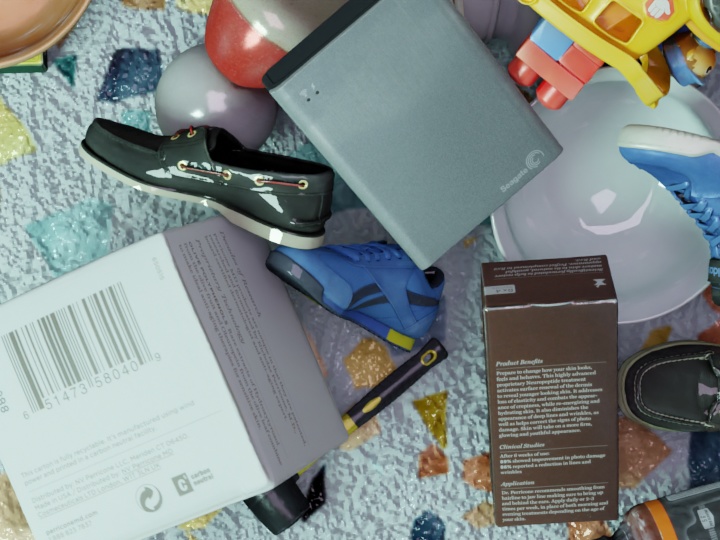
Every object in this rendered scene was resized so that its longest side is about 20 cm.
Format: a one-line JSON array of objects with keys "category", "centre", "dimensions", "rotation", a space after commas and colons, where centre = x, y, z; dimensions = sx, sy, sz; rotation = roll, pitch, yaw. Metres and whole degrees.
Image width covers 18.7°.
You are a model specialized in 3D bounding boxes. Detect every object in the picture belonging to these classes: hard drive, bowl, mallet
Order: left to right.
[{"category": "mallet", "centre": [-0.007, 0.131, 1.713], "dimensions": [0.199, 0.041, 0.066], "rotation": [-32, 89, -8]}, {"category": "hard drive", "centre": [0.040, -0.111, 1.569], "dimensions": [0.139, 0.033, 0.200], "rotation": [-40, 125, 2]}, {"category": "bowl", "centre": [0.192, -0.064, 1.691], "dimensions": [0.200, 0.090, 0.202], "rotation": [-1, 102, -5]}]

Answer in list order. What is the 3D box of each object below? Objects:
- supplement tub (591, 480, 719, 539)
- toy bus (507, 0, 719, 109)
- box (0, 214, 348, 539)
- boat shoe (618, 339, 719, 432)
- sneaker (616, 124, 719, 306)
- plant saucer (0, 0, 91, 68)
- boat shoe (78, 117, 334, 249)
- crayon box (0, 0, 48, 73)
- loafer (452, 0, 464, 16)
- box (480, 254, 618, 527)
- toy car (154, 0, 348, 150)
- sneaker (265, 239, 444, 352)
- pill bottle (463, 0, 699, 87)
[{"category": "supplement tub", "centre": [0.273, 0.219, 1.690], "dimensions": [0.199, 0.107, 0.108], "rotation": [-16, 89, -4]}, {"category": "toy bus", "centre": [0.204, -0.186, 1.565], "dimensions": [0.200, 0.136, 0.192], "rotation": [35, 111, -3]}, {"category": "box", "centre": [-0.152, 0.086, 1.607], "dimensions": [0.198, 0.171, 0.201], "rotation": [-24, 90, 21]}, {"category": "boat shoe", "centre": [0.293, 0.090, 1.686], "dimensions": [0.200, 0.066, 0.072], "rotation": [4, 84, -26]}, {"category": "sneaker", "centre": [0.270, -0.032, 1.620], "dimensions": [0.199, 0.077, 0.112], "rotation": [19, 90, -18]}, {"category": "plant saucer", "centre": [-0.291, -0.249, 1.653], "dimensions": [0.199, 0.037, 0.202], "rotation": [0, 87, -3]}, {"category": "boat shoe", "centre": [-0.111, -0.078, 1.599], "dimensions": [0.200, 0.074, 0.063], "rotation": [20, 110, 17]}, {"category": "crayon box", "centre": [-0.345, -0.216, 1.692], "dimensions": [0.199, 0.051, 0.128], "rotation": [-2, 88, -4]}, {"category": "loafer", "centre": [0.038, -0.218, 1.664], "dimensions": [0.062, 0.072, 0.201], "rotation": [2, 45, -9]}, {"category": "box", "centre": [0.144, 0.093, 1.656], "dimensions": [0.099, 0.075, 0.201], "rotation": [-3, 121, 1]}, {"category": "toy car", "centre": [-0.086, -0.147, 1.677], "dimensions": [0.184, 0.177, 0.200], "rotation": [48, 116, 11]}, {"category": "sneaker", "centre": [0.000, 0.000, 1.648], "dimensions": [0.066, 0.200, 0.079], "rotation": [35, 95, 34]}, {"category": "pill bottle", "centre": [0.172, -0.210, 1.688], "dimensions": [0.199, 0.120, 0.121], "rotation": [7, 88, -4]}]
